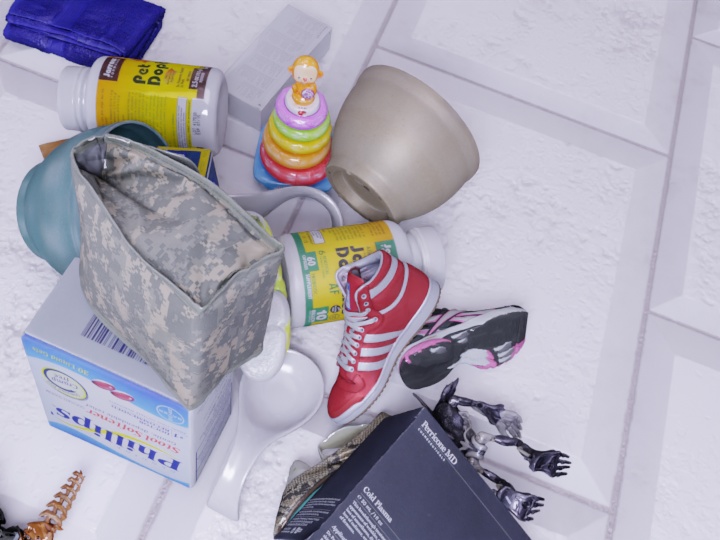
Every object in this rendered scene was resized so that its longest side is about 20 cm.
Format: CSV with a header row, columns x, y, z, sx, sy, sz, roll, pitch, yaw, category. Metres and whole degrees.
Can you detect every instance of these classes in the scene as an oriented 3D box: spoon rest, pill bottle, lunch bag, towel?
x,y,z,sx,sy,sz,roll,pitch,yaw,category
-0.116,-0.082,1.054,0.195,0.099,0.062,8,87,-14,spoon rest
-0.269,-0.206,1.028,0.195,0.110,0.111,5,58,-1,pill bottle
-0.108,0.174,0.921,0.098,0.061,0.202,23,59,4,spoon rest
-0.174,-0.008,0.722,0.199,0.165,0.117,39,53,16,lunch bag
-0.401,-0.369,1.203,0.196,0.050,0.150,19,59,2,towel
0.000,0.000,1.012,0.195,0.114,0.115,-8,60,-15,pill bottle

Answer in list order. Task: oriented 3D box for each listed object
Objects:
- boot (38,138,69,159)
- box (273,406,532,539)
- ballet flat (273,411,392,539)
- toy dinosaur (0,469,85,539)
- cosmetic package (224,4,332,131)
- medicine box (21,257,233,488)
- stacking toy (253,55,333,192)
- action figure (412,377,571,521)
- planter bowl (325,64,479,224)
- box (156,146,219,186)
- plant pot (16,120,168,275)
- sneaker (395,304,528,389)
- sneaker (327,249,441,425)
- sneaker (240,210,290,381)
x,y,z,sx,sy,sz,roll,pitch,yaw,category
-0.330,-0.183,1.111,0.196,0.069,0.192,-19,71,-11,boot
0.049,0.279,0.825,0.182,0.104,0.201,-41,94,-27,box
-0.031,0.222,0.910,0.198,0.069,0.075,-31,47,-28,ballet flat
-0.368,0.273,0.817,0.136,0.102,0.199,50,45,3,toy dinosaur
-0.125,-0.299,1.207,0.081,0.051,0.201,28,59,10,cosmetic package
-0.231,0.112,0.853,0.179,0.202,0.104,22,53,5,medicine box
-0.076,-0.198,1.066,0.113,0.201,0.112,8,57,-5,stacking toy
0.133,0.203,0.922,0.199,0.101,0.120,25,83,51,action figure
0.037,-0.142,1.069,0.199,0.201,0.135,36,76,13,planter bowl
-0.193,-0.051,0.955,0.063,0.202,0.071,3,57,2,box
-0.315,-0.071,0.970,0.131,0.202,0.204,2,55,20,plant pot
0.117,0.072,1.013,0.196,0.082,0.086,-10,34,-28,sneaker
-0.003,0.071,0.935,0.112,0.071,0.202,34,90,-32,sneaker
-0.118,0.036,0.982,0.074,0.105,0.205,-6,73,0,sneaker
